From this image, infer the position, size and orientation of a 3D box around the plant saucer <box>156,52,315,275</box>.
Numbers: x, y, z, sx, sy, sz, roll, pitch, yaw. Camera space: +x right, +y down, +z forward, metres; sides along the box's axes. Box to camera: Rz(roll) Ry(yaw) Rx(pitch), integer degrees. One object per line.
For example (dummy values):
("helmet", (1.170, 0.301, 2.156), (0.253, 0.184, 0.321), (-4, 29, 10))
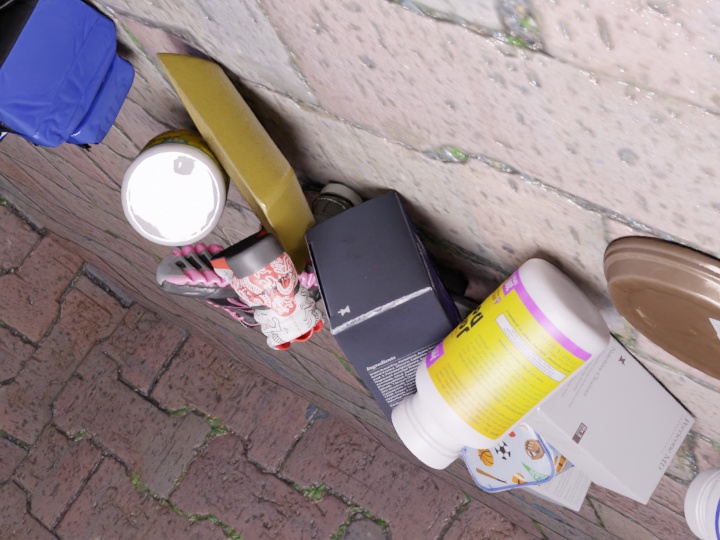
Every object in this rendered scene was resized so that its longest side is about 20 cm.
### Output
("plant saucer", (-0.110, -0.111, 1.160), (0.200, 0.048, 0.200), (54, 175, 19))

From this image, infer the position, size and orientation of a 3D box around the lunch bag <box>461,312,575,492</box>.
("lunch bag", (0.151, 0.143, 1.305), (0.160, 0.075, 0.201), (-24, 89, 55))

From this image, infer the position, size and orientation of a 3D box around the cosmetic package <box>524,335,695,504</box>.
("cosmetic package", (0.240, 0.138, 1.200), (0.200, 0.113, 0.081), (39, 168, -29))

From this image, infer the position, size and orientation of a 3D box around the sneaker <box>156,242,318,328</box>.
("sneaker", (-0.130, 0.026, 1.286), (0.199, 0.096, 0.079), (2, -146, -27))

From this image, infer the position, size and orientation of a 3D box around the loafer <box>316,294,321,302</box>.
("loafer", (-0.074, -0.001, 1.434), (0.072, 0.073, 0.200), (55, 158, 5))

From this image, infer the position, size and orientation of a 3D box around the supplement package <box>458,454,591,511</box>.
("supplement package", (0.207, 0.224, 1.560), (0.200, 0.110, 0.114), (28, 170, -20))

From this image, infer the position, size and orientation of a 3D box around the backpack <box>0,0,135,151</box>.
("backpack", (-0.355, -0.211, 1.255), (0.200, 0.163, 0.168), (18, 164, 48))

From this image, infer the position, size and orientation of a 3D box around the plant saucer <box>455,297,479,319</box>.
("plant saucer", (0.152, 0.098, 1.420), (0.200, 0.050, 0.200), (32, 167, 8))

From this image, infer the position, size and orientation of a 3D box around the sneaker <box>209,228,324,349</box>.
("sneaker", (-0.091, 0.021, 1.145), (0.108, 0.067, 0.201), (61, 172, -7))

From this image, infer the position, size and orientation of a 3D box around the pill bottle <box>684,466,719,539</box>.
("pill bottle", (0.420, 0.254, 1.178), (0.112, 0.112, 0.200), (37, 168, -17))

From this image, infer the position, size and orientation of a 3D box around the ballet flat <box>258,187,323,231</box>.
("ballet flat", (-0.070, -0.052, 1.365), (0.068, 0.067, 0.200), (37, 167, -15))

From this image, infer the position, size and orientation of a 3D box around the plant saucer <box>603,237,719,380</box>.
("plant saucer", (0.275, 0.042, 0.925), (0.200, 0.030, 0.200), (32, 167, 8))

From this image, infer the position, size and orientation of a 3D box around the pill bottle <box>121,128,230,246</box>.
("pill bottle", (-0.205, -0.101, 1.332), (0.113, 0.113, 0.200), (36, -171, -11))

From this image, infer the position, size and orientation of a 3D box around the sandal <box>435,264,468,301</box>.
("sandal", (0.056, 0.008, 1.360), (0.076, 0.043, 0.200), (33, 161, -33))

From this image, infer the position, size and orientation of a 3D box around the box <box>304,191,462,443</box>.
("box", (0.039, 0.049, 1.169), (0.148, 0.104, 0.200), (-107, -9, -45))

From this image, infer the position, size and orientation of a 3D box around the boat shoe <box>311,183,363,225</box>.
("boat shoe", (-0.002, 0.000, 1.281), (0.072, 0.060, 0.202), (2, 134, 38))

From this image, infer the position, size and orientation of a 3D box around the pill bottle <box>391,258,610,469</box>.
("pill bottle", (0.121, 0.090, 1.061), (0.104, 0.200, 0.104), (39, -161, -17))
